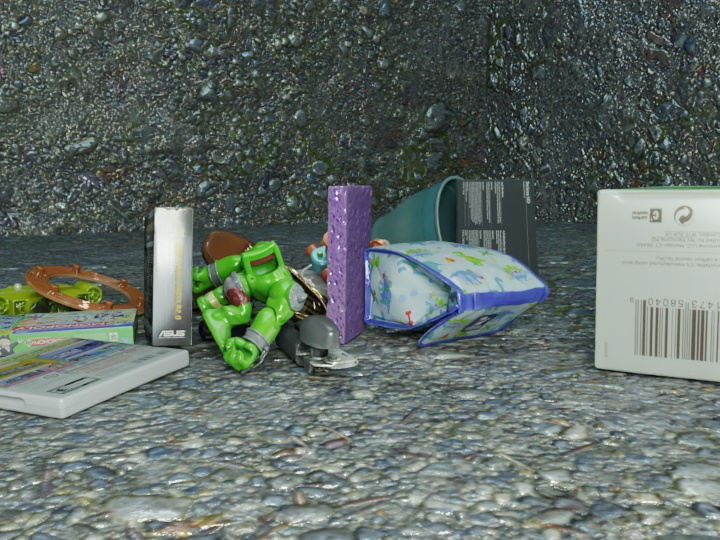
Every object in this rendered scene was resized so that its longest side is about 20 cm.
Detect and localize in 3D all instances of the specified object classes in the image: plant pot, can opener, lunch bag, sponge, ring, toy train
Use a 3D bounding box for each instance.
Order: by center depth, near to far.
[{"bbox_3d":[-0.056,0.074,0.863,0.052,0.069,0.199,-2,8,-20],"label":"can opener"},{"bbox_3d":[0.123,0.027,0.980,0.166,0.132,0.198,-5,5,-36],"label":"lunch bag"},{"bbox_3d":[-0.015,-0.012,0.998,0.029,0.207,0.111,4,9,17],"label":"sponge"},{"bbox_3d":[-0.187,0.053,1.045,0.076,0.066,0.200,1,7,-10],"label":"can opener"},{"bbox_3d":[0.000,0.000,1.114,0.194,0.057,0.152,11,44,6],"label":"toy train"},{"bbox_3d":[-0.430,0.026,1.181,0.195,0.020,0.201,21,9,-3],"label":"ring"},{"bbox_3d":[0.126,-0.060,1.437,0.184,0.206,0.198,-12,-1,37],"label":"plant pot"}]

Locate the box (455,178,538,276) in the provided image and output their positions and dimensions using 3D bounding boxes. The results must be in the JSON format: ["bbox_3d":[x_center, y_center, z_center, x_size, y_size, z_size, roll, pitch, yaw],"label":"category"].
[{"bbox_3d":[0.234,-0.053,1.285,0.137,0.205,0.079,0,-27,9],"label":"box"}]

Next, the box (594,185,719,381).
[{"bbox_3d":[0.378,0.007,0.842,0.194,0.207,0.170,2,6,29],"label":"box"}]

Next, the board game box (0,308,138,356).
[{"bbox_3d":[-0.399,0.081,0.982,0.194,0.030,0.134,-2,7,-15],"label":"board game box"}]

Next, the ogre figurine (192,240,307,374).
[{"bbox_3d":[-0.134,0.030,0.890,0.118,0.100,0.200,-32,19,-7],"label":"ogre figurine"}]

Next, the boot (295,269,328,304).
[{"bbox_3d":[-0.043,0.043,1.156,0.194,0.076,0.096,-1,20,19],"label":"boot"}]

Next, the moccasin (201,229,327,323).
[{"bbox_3d":[-0.131,0.012,1.026,0.200,0.074,0.077,41,-21,-16],"label":"moccasin"}]

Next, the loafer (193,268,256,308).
[{"bbox_3d":[-0.218,0.020,1.187,0.194,0.078,0.068,-7,5,22],"label":"loafer"}]

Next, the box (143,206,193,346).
[{"bbox_3d":[-0.249,0.006,0.952,0.047,0.164,0.199,1,0,-20],"label":"box"}]

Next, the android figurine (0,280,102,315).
[{"bbox_3d":[-0.520,0.046,1.205,0.178,0.042,0.197,-7,12,-38],"label":"android figurine"}]

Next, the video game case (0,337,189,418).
[{"bbox_3d":[-0.313,0.109,0.792,0.177,0.023,0.199,3,9,22],"label":"video game case"}]
